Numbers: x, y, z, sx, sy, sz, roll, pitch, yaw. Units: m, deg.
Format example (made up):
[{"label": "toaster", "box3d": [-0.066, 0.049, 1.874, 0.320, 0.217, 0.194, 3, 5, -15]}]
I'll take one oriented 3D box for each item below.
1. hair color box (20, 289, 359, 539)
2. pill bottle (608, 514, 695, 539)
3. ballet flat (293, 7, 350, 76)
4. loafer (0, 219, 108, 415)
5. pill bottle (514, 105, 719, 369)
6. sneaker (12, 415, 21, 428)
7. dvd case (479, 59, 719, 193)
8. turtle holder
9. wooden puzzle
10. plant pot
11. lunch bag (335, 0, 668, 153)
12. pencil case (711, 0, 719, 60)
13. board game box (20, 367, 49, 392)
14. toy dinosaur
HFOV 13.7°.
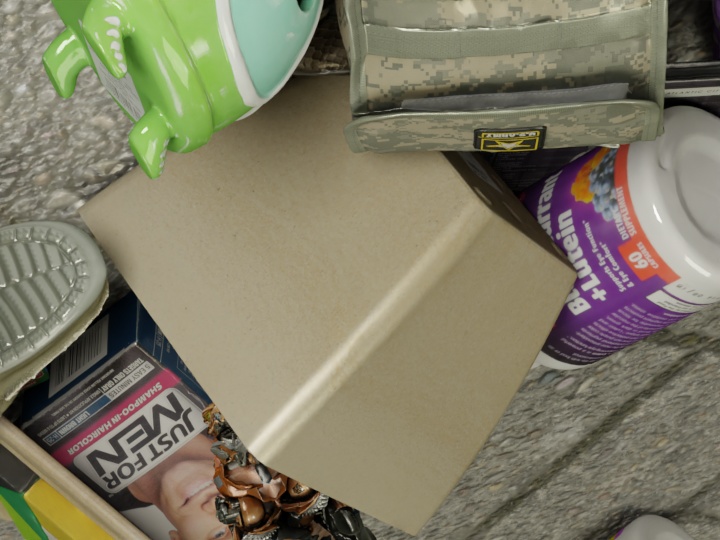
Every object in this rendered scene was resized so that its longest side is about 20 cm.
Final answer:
[{"label": "hair color box", "box3d": [-0.100, 0.111, 1.809, 0.100, 0.061, 0.200, -36, 119, 22]}, {"label": "pill bottle", "box3d": [0.188, 0.289, 2.394, 0.104, 0.105, 0.200, 11, 137, -47]}, {"label": "ballet flat", "box3d": [0.039, -0.136, 1.596, 0.199, 0.047, 0.067, -8, -165, 0]}, {"label": "loafer", "box3d": [-0.210, 0.040, 1.624, 0.200, 0.075, 0.070, -33, 163, 21]}, {"label": "pill bottle", "box3d": [0.137, -0.008, 1.752, 0.111, 0.112, 0.200, 3, 156, -42]}, {"label": "sneaker", "box3d": [-0.154, 0.137, 1.895, 0.085, 0.078, 0.200, -20, 149, 35]}, {"label": "dvd case", "box3d": [0.138, -0.072, 1.769, 0.148, 0.016, 0.200, -3, 158, -9]}, {"label": "turtle holder", "box3d": [-0.094, -0.152, 1.413, 0.131, 0.141, 0.186, -34, 114, -14]}, {"label": "wooden puzzle", "box3d": [-0.156, 0.160, 1.744, 0.037, 0.199, 0.185, -51, 156, -17]}, {"label": "plant pot", "box3d": [0.000, 0.000, 1.674, 0.177, 0.200, 0.200, -43, 149, 10]}, {"label": "lunch bag", "box3d": [0.069, -0.130, 1.488, 0.163, 0.118, 0.201, -3, 135, 2]}, {"label": "pencil case", "box3d": [0.253, -0.115, 1.777, 0.084, 0.086, 0.200, -21, 151, 3]}, {"label": "board game box", "box3d": [-0.272, 0.039, 1.672, 0.151, 0.037, 0.200, -25, 151, -1]}, {"label": "toy dinosaur", "box3d": [-0.038, 0.143, 1.734, 0.102, 0.136, 0.200, -39, 146, 12]}]
